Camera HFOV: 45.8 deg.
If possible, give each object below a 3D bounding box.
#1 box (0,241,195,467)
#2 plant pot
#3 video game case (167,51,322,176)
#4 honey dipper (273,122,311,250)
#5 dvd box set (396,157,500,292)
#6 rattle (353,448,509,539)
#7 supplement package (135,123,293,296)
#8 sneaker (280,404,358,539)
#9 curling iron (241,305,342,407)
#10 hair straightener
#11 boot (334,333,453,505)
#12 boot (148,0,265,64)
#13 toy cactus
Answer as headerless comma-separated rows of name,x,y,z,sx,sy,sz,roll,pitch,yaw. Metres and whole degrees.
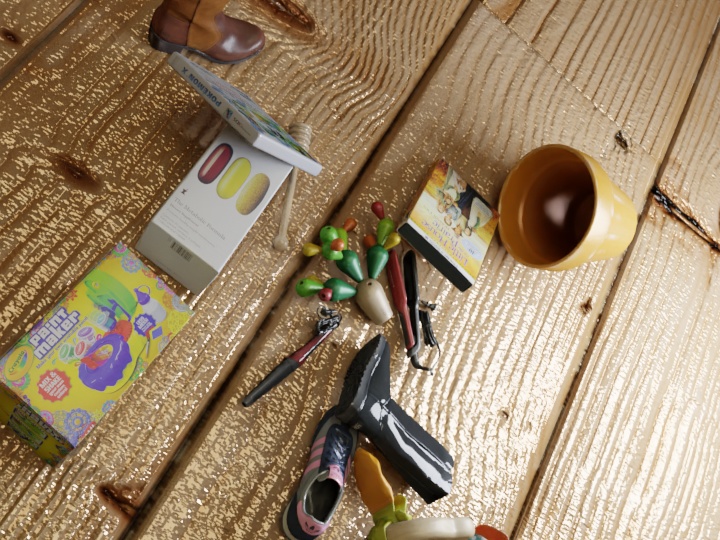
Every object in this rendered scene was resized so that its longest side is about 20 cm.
box,-0.322,0.102,0.994,0.122,0.192,0.201,43,60,-7
plant pot,0.361,-0.092,1.428,0.181,0.199,0.204,9,68,-41
video game case,-0.155,-0.212,1.180,0.182,0.200,0.022,45,100,19
honey dipper,-0.104,-0.124,1.280,0.037,0.038,0.204,14,70,-22
dvd box set,0.144,-0.076,1.354,0.146,0.029,0.201,42,41,-10
rattle,0.095,0.324,1.176,0.196,0.131,0.144,-6,47,-14
supplement package,-0.200,-0.088,1.171,0.113,0.109,0.201,37,60,-11
sneaker,-0.037,0.267,1.146,0.070,0.082,0.202,30,57,-15
curling iron,-0.097,0.120,1.197,0.200,0.025,0.050,-44,132,-28
hair straightener,0.093,0.063,1.307,0.076,0.041,0.203,-3,69,-28
boot,0.063,0.211,1.225,0.200,0.065,0.166,42,42,-14
boot,-0.198,-0.382,1.221,0.185,0.200,0.070,5,69,-25
toy cactus,0.000,0.000,1.262,0.200,0.102,0.166,-41,102,-40
